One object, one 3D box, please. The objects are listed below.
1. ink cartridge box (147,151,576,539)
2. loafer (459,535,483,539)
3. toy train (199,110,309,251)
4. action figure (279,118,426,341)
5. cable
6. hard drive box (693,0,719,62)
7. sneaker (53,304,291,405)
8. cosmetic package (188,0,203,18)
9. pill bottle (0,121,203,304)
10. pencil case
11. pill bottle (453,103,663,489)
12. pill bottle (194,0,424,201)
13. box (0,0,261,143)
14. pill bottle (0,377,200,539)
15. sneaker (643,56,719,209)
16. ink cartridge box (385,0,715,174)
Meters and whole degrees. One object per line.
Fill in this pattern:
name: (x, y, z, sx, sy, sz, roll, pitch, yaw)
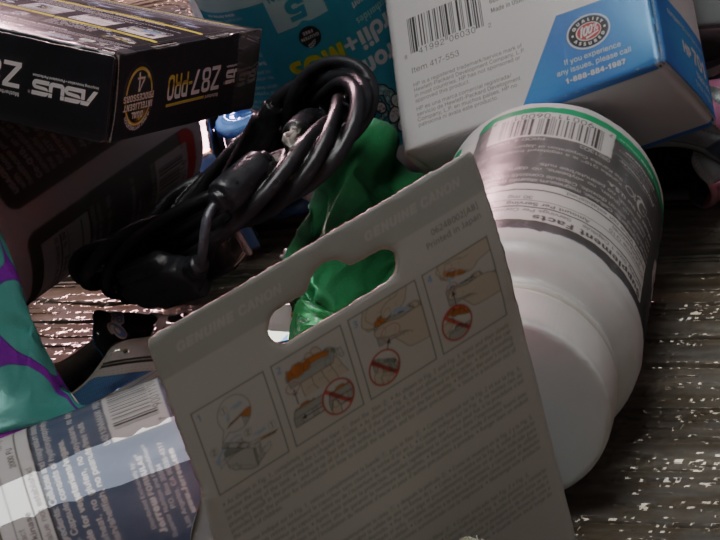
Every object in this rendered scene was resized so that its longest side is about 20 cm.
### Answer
ink cartridge box: (-0.003, 0.069, 0.958, 0.160, 0.201, 0.047, -31, 31, -25)
loafer: (0.095, 0.150, 0.887, 0.068, 0.076, 0.200, -32, 38, -29)
toy train: (-0.087, -0.076, 1.448, 0.114, 0.087, 0.200, -26, 27, 6)
action figure: (0.000, 0.000, 1.187, 0.055, 0.118, 0.200, -51, 2, 28)
cable: (-0.072, -0.045, 1.218, 0.163, 0.051, 0.200, -49, 12, -23)
hard drive box: (0.159, -0.159, 1.369, 0.199, 0.077, 0.156, -1, -3, 31)
sneaker: (-0.092, 0.046, 1.215, 0.199, 0.073, 0.072, -18, 24, -1)
cosmetic package: (-0.034, -0.238, 1.629, 0.165, 0.168, 0.200, -15, 25, 9)
pill bottle: (-0.190, -0.044, 1.288, 0.114, 0.114, 0.200, 9, 36, 44)
pencil case: (-0.192, 0.016, 1.126, 0.092, 0.085, 0.201, -4, 55, -37)
pill bottle: (0.079, 0.013, 1.117, 0.112, 0.114, 0.200, -10, 27, 18)
pill bottle: (-0.012, -0.114, 1.320, 0.110, 0.201, 0.111, -23, 24, 11)
box: (-0.172, -0.112, 1.190, 0.199, 0.049, 0.161, 13, 15, 19)
pill bottle: (-0.134, 0.128, 1.024, 0.199, 0.120, 0.120, -21, 25, -4)
sneaker: (0.200, -0.071, 1.282, 0.199, 0.070, 0.082, -15, 54, -3)
ink cartridge box: (0.091, -0.156, 1.252, 0.146, 0.086, 0.201, -18, 61, 24)
